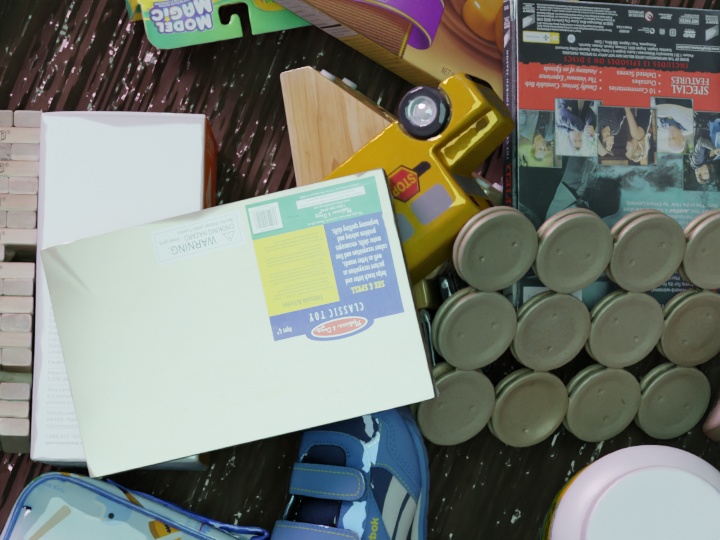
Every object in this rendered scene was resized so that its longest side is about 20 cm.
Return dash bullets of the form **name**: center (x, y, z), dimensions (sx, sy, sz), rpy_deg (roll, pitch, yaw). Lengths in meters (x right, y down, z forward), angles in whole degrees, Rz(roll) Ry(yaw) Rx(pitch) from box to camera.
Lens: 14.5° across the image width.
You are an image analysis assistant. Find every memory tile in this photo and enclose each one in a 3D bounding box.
- **memory tile**: center (0.129, 0.033, 1.638), dimensions (0.200, 0.017, 0.153), rpy_deg (0, 116, -27)

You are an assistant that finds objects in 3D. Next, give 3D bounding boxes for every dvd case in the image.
- **dvd case**: center (0.151, -0.058, 1.681), dimensions (0.146, 0.022, 0.200), rpy_deg (0, 86, -24)

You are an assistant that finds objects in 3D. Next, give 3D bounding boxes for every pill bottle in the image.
- **pill bottle**: center (0.161, 0.156, 1.601), dimensions (0.113, 0.200, 0.113), rpy_deg (0, 84, 0)

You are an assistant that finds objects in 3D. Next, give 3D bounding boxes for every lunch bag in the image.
- **lunch bag**: center (-0.127, 0.209, 1.663), dimensions (0.200, 0.076, 0.160), rpy_deg (24, 82, 4)

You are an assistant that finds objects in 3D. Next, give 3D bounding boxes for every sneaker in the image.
- **sneaker**: center (-0.009, 0.144, 1.600), dimensions (0.074, 0.082, 0.200), rpy_deg (1, 103, 44)

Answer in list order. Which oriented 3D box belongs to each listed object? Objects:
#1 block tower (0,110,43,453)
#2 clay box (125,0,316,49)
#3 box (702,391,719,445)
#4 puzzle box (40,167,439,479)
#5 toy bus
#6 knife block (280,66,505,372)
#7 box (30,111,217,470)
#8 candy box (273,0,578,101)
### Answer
- **block tower**: center (-0.212, 0.001, 1.638), dimensions (0.054, 0.058, 0.200), rpy_deg (2, 75, -5)
- **clay box**: center (-0.097, -0.233, 1.711), dimensions (0.115, 0.048, 0.200), rpy_deg (-10, 85, -14)
- **box**: center (0.282, 0.071, 1.609), dimensions (0.128, 0.200, 0.109), rpy_deg (30, 84, 4)
- **puzzle box**: center (-0.067, 0.030, 1.570), dimensions (0.200, 0.025, 0.133), rpy_deg (-13, 85, 5)
- **toy bus**: center (0.006, -0.026, 1.615), dimensions (0.200, 0.065, 0.078), rpy_deg (-39, 77, 12)
- **knife block**: center (0.000, 0.000, 1.683), dimensions (0.200, 0.064, 0.176), rpy_deg (36, 97, 15)
- **box**: center (-0.136, 0.015, 1.657), dimensions (0.097, 0.124, 0.200), rpy_deg (1, 85, 0)
- **candy box**: center (0.027, -0.184, 1.681), dimensions (0.200, 0.056, 0.117), rpy_deg (30, 83, -17)
